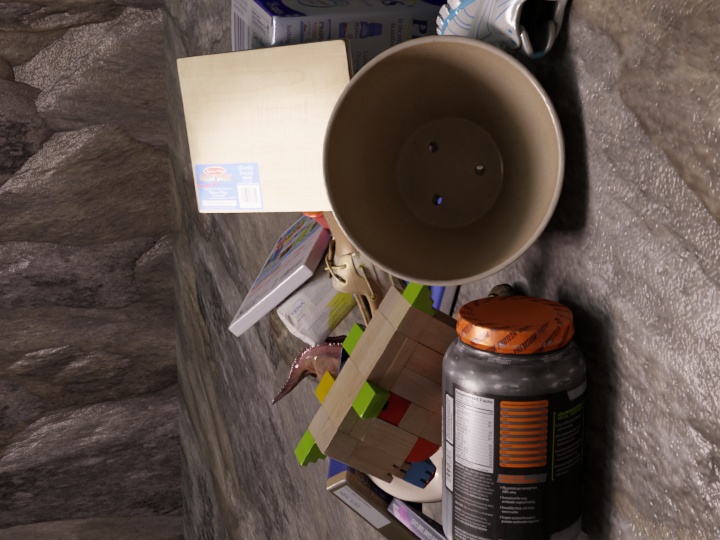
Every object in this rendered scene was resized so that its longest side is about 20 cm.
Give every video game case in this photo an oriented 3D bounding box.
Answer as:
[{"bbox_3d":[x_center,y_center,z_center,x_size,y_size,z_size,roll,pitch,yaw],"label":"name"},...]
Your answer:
[{"bbox_3d":[0.114,0.275,1.051,0.019,0.142,0.200,-56,18,-5],"label":"video game case"},{"bbox_3d":[-0.076,-0.020,1.341,0.143,0.018,0.201,-39,16,34],"label":"video game case"}]

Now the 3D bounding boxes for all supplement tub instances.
[{"bbox_3d":[0.128,0.131,0.956,0.122,0.121,0.203,-142,49,-66],"label":"supplement tub"}]

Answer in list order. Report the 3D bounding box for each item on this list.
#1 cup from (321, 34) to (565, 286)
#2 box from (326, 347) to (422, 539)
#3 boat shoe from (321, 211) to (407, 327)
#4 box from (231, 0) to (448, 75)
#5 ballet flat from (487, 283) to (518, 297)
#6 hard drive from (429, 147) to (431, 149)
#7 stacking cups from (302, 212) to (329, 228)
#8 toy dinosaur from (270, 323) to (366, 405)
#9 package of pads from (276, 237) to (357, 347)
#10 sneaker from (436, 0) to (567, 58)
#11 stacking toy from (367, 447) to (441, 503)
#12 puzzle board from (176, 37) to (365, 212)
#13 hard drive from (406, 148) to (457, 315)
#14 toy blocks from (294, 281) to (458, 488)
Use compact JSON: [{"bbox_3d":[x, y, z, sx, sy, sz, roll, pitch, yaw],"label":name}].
[{"bbox_3d":[0.074,-0.090,0.992,0.143,0.197,0.204,-5,-92,-83],"label":"cup"},{"bbox_3d":[0.020,0.176,1.200,0.032,0.121,0.202,-31,33,26],"label":"box"},{"bbox_3d":[0.000,0.000,1.196,0.201,0.066,0.074,59,172,-25],"label":"boat shoe"},{"bbox_3d":[-0.018,-0.234,1.171,0.184,0.197,0.106,-128,35,-59],"label":"box"},{"bbox_3d":[0.134,0.115,1.056,0.067,0.046,0.204,179,85,-73],"label":"ballet flat"},{"bbox_3d":[0.029,-0.124,1.240,0.200,0.025,0.134,-125,34,-61],"label":"hard drive"},{"bbox_3d":[-0.071,-0.100,1.199,0.200,0.060,0.061,40,-155,-50],"label":"stacking cups"},{"bbox_3d":[-0.012,0.103,1.325,0.136,0.197,0.087,85,179,-60],"label":"toy dinosaur"},{"bbox_3d":[-0.037,-0.002,1.349,0.155,0.068,0.200,-48,13,3],"label":"package of pads"},{"bbox_3d":[0.122,-0.206,0.951,0.200,0.074,0.088,128,127,-66],"label":"sneaker"},{"bbox_3d":[0.069,0.136,1.178,0.200,0.144,0.149,-64,-28,-77],"label":"stacking toy"},{"bbox_3d":[-0.084,-0.132,1.073,0.198,0.017,0.153,1,104,33],"label":"puzzle board"},{"bbox_3d":[0.076,-0.035,1.229,0.202,0.025,0.133,101,156,-44],"label":"hard drive"},{"bbox_3d":[0.051,0.114,1.025,0.202,0.136,0.100,-60,25,8],"label":"toy blocks"}]
